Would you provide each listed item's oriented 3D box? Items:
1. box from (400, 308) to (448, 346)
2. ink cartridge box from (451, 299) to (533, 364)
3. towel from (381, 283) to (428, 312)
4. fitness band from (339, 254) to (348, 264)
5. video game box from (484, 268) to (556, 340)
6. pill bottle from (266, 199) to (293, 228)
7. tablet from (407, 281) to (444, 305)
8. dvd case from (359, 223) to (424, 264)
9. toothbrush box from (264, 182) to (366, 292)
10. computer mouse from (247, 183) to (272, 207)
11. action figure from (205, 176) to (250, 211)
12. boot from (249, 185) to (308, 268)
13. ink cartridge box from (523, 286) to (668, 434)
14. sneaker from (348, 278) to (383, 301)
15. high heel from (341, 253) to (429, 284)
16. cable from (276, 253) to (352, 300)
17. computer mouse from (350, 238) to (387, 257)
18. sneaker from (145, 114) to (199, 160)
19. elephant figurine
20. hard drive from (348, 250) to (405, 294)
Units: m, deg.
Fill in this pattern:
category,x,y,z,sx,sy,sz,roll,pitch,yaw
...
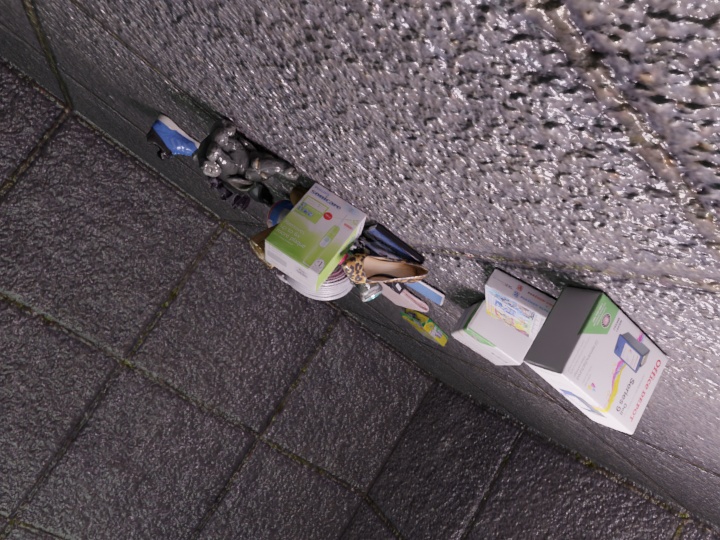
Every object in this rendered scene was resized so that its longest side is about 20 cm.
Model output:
category,x,y,z,sx,sy,sz,roll,pitch,yaw
box,0.238,0.206,1.991,0.117,0.049,0.200,25,170,45
ink cartridge box,0.313,0.153,1.277,0.145,0.088,0.200,34,169,5
towel,0.113,0.069,1.767,0.191,0.032,0.200,39,169,-22
fitness band,-0.130,-0.054,1.382,0.198,0.038,0.144,18,167,-5
video game box,0.333,0.087,1.042,0.181,0.047,0.200,29,169,21
pill bottle,-0.170,-0.128,1.498,0.199,0.113,0.112,24,167,46
tablet,0.150,0.032,1.506,0.199,0.014,0.130,32,170,12
dvd case,0.066,-0.059,1.315,0.142,0.018,0.200,36,170,-13
toothbrush box,-0.101,-0.076,1.197,0.145,0.200,0.086,33,149,8
computer mouse,-0.296,-0.217,1.684,0.140,0.046,0.200,34,171,6
action figure,-0.507,-0.294,1.972,0.199,0.070,0.130,34,176,22
boot,-0.183,-0.113,1.289,0.175,0.199,0.067,40,150,32
ink cartridge box,0.380,0.144,0.853,0.200,0.146,0.087,39,168,-24
sneaker,0.000,0.000,1.360,0.092,0.077,0.200,62,175,-23
high heel,0.058,-0.007,1.196,0.141,0.072,0.199,-6,169,34
cable,-0.110,-0.003,1.493,0.199,0.199,0.070,34,135,25
computer mouse,-0.026,-0.066,1.331,0.109,0.044,0.200,16,-164,-49
sneaker,-0.557,-0.367,1.624,0.200,0.112,0.076,40,169,-36
elephant figurine,-0.270,-0.246,1.240,0.199,0.142,0.156,21,-151,-34
hard drive,0.032,-0.022,1.495,0.199,0.038,0.140,36,172,31
